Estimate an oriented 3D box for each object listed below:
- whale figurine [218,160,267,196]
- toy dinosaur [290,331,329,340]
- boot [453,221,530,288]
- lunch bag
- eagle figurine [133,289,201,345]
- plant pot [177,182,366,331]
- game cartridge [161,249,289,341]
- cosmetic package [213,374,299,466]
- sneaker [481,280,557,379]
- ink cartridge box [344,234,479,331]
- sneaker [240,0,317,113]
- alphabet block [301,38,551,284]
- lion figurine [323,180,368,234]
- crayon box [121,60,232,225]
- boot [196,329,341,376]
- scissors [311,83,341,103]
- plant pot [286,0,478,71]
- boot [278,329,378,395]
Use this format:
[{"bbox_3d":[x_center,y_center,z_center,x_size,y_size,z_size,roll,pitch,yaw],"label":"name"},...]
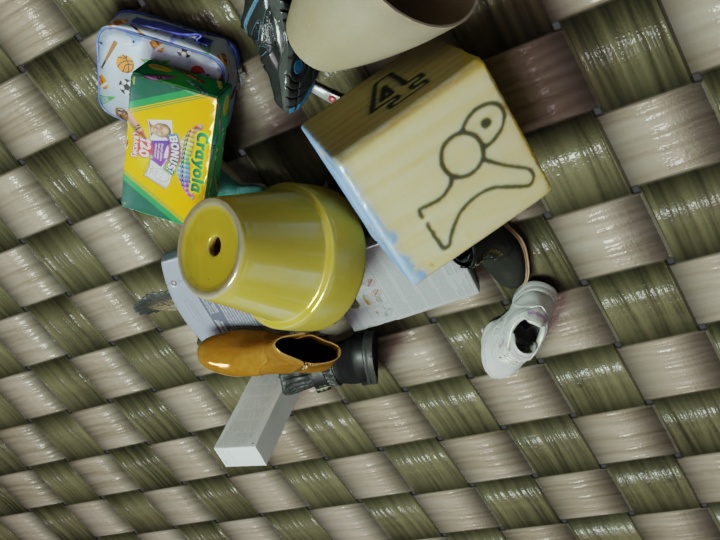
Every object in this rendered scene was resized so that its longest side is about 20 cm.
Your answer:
[{"bbox_3d":[-0.236,-0.116,1.416,0.200,0.104,0.159,24,133,4],"label":"whale figurine"},{"bbox_3d":[-0.105,0.091,1.590,0.200,0.047,0.088,-7,123,32],"label":"toy dinosaur"},{"bbox_3d":[0.165,-0.021,1.320,0.077,0.138,0.200,-15,123,31],"label":"boot"},{"bbox_3d":[-0.257,-0.264,1.320,0.200,0.076,0.160,17,128,6],"label":"lunch bag"},{"bbox_3d":[-0.236,0.044,1.528,0.152,0.200,0.151,43,-177,26],"label":"eagle figurine"},{"bbox_3d":[-0.126,-0.023,1.276,0.201,0.201,0.189,-27,159,37],"label":"plant pot"},{"bbox_3d":[-0.205,0.042,1.440,0.133,0.041,0.200,-18,123,13],"label":"game cartridge"},{"bbox_3d":[-0.163,0.237,1.627,0.082,0.200,0.051,-9,124,28],"label":"cosmetic package"},{"bbox_3d":[0.223,0.104,1.432,0.075,0.100,0.200,21,135,0],"label":"sneaker"},{"bbox_3d":[0.052,-0.001,1.395,0.200,0.050,0.162,-17,133,17],"label":"ink cartridge box"},{"bbox_3d":[-0.106,-0.300,1.244,0.082,0.073,0.200,16,128,28],"label":"sneaker"},{"bbox_3d":[0.074,-0.136,1.166,0.200,0.196,0.195,-34,118,-1],"label":"alphabet block"},{"bbox_3d":[0.010,-0.100,1.371,0.122,0.073,0.200,24,148,-10],"label":"lion figurine"},{"bbox_3d":[-0.246,-0.165,1.295,0.119,0.058,0.200,17,122,6],"label":"crayon box"},{"bbox_3d":[-0.132,0.111,1.377,0.201,0.071,0.144,3,168,-8],"label":"boot"},{"bbox_3d":[-0.028,-0.220,1.308,0.200,0.014,0.073,16,134,6],"label":"scissors"},{"bbox_3d":[0.003,-0.314,1.121,0.187,0.187,0.200,41,144,-15],"label":"plant pot"},{"bbox_3d":[-0.052,0.147,1.514,0.158,0.080,0.211,-1,162,-4],"label":"boot"}]
